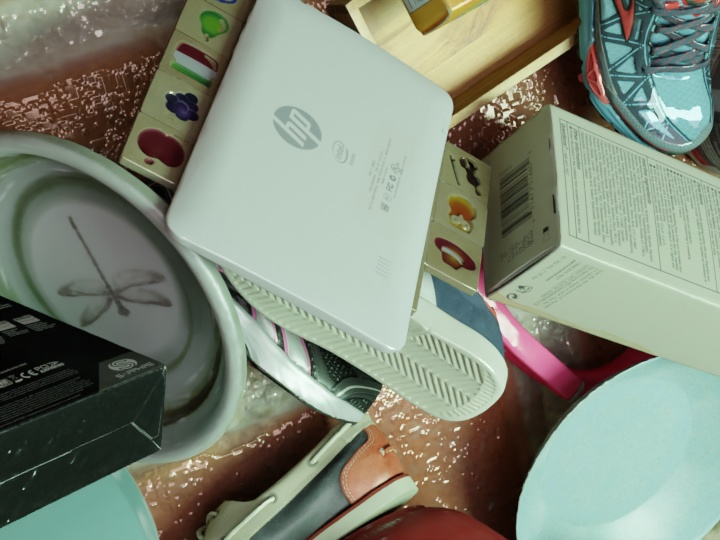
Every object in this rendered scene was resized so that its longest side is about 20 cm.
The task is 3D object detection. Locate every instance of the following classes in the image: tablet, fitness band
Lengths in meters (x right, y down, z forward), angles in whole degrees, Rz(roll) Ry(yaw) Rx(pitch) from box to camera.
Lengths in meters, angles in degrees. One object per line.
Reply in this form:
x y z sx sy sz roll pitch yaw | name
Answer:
-0.017 -0.060 0.626 0.130 0.014 0.200 29 45 -15 | tablet
0.143 0.001 0.809 0.200 0.037 0.144 42 83 -25 | fitness band

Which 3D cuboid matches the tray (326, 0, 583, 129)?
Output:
0.087 -0.171 0.750 0.200 0.037 0.099 -34 112 -12 | tray

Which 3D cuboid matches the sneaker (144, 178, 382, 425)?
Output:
-0.052 0.009 0.707 0.200 0.080 0.086 43 82 -25 | sneaker

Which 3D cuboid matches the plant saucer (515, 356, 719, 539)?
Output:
0.185 0.133 0.836 0.200 0.039 0.201 -13 123 -21 | plant saucer

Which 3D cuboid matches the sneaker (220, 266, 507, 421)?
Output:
0.000 0.000 0.681 0.200 0.085 0.075 40 123 -17 | sneaker

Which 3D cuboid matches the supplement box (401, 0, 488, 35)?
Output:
0.021 -0.236 0.671 0.066 0.069 0.200 -31 100 -12 | supplement box

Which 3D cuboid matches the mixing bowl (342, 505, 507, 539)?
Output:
0.028 0.215 0.743 0.200 0.200 0.109 -25 67 -16 | mixing bowl

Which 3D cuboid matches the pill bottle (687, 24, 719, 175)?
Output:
0.299 -0.104 0.761 0.114 0.200 0.114 -5 103 -21 | pill bottle

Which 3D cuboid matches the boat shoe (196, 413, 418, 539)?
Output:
-0.061 0.164 0.745 0.200 0.071 0.063 -34 74 -1 | boat shoe

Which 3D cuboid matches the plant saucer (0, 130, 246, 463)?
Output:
-0.138 0.009 0.637 0.200 0.200 0.050 62 38 -21 | plant saucer

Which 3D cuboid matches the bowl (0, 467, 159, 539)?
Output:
-0.181 0.142 0.637 0.105 0.201 0.201 -35 113 -35 | bowl

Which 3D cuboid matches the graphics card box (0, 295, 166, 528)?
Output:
-0.205 0.050 0.568 0.125 0.200 0.051 -21 123 -55 | graphics card box

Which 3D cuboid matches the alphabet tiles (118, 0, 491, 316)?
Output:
-0.016 -0.068 0.648 0.200 0.008 0.167 28 45 -17 | alphabet tiles

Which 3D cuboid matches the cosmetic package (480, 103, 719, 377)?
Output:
0.174 -0.013 0.740 0.200 0.073 0.104 20 54 -26 | cosmetic package

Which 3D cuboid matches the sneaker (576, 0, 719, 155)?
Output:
0.175 -0.158 0.717 0.079 0.096 0.200 -25 109 -15 | sneaker
